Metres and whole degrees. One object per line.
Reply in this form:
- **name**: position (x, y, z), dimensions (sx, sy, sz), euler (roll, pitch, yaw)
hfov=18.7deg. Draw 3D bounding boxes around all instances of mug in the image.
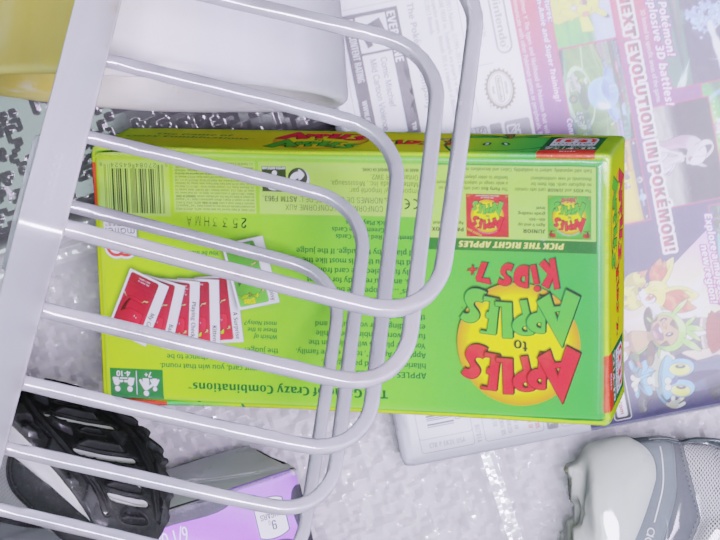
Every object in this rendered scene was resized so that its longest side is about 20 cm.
- **mug**: position (-0.090, -0.142, 0.808), dimensions (0.186, 0.149, 0.154), euler (3, 90, -35)

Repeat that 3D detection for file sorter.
- **file sorter**: position (-0.048, -0.007, 0.699), dimensions (0.124, 0.200, 0.139), euler (14, 57, -8)

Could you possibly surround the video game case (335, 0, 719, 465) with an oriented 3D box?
- **video game case**: position (0.086, -0.035, 0.886), dimensions (0.181, 0.023, 0.201), euler (-11, 97, 2)

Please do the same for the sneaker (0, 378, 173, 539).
- **sneaker**: position (-0.145, 0.072, 0.835), dimensions (0.074, 0.200, 0.080), euler (18, 94, -47)

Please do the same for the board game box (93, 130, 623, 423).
- **board game box**: position (0.000, 0.000, 0.847), dimensions (0.199, 0.048, 0.102), euler (2, 103, 14)

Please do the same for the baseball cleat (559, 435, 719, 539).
- **baseball cleat**: position (0.129, 0.168, 0.889), dimensions (0.106, 0.070, 0.201), euler (-1, 99, 1)

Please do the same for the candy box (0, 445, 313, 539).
- **candy box**: position (-0.088, 0.191, 0.867), dimensions (0.167, 0.071, 0.201), euler (-16, 100, -18)
